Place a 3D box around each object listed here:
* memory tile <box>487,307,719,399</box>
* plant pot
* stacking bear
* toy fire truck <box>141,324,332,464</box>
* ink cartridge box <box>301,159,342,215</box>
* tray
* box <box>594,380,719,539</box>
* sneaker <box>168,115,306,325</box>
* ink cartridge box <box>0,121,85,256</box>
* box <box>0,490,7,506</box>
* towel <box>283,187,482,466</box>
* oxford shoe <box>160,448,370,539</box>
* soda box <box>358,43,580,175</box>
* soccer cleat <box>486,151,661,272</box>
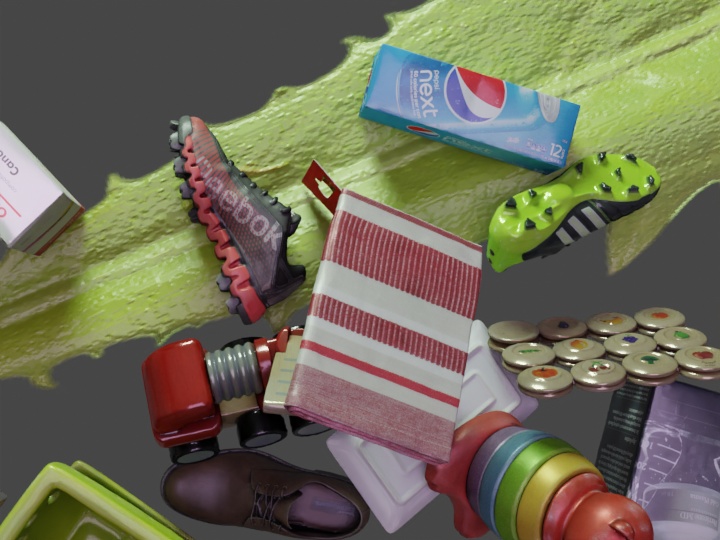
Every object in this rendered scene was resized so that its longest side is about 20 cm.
[{"bbox_3d":[0.226,0.072,1.178,0.197,0.153,0.017,-6,110,-7],"label":"memory tile"},{"bbox_3d":[-0.234,0.290,1.104,0.199,0.181,0.200,35,86,-4],"label":"plant pot"},{"bbox_3d":[0.172,0.211,1.128,0.114,0.199,0.122,-45,129,-17],"label":"stacking bear"},{"bbox_3d":[-0.101,0.100,1.099,0.174,0.200,0.130,-12,68,-6],"label":"toy fire truck"},{"bbox_3d":[0.000,0.000,1.148,0.047,0.160,0.201,-39,92,-7],"label":"ink cartridge box"},{"bbox_3d":[0.073,0.144,1.198,0.199,0.022,0.108,-37,91,-20],"label":"tray"},{"bbox_3d":[0.325,0.214,1.197,0.198,0.124,0.199,15,89,-5],"label":"box"},{"bbox_3d":[-0.111,-0.057,1.184,0.097,0.071,0.202,-24,93,-6],"label":"sneaker"},{"bbox_3d":[-0.309,-0.080,1.098,0.067,0.200,0.117,-44,93,-5],"label":"ink cartridge box"},{"bbox_3d":[-0.417,0.258,1.100,0.106,0.152,0.201,35,86,-4],"label":"box"},{"bbox_3d":[0.024,0.045,1.037,0.143,0.023,0.202,22,61,-17],"label":"towel"},{"bbox_3d":[-0.087,0.207,1.172,0.197,0.084,0.074,6,89,-4],"label":"oxford shoe"},{"bbox_3d":[0.102,-0.152,1.210,0.198,0.068,0.065,16,87,-5],"label":"soda box"},{"bbox_3d":[0.202,-0.057,1.223,0.198,0.081,0.068,-21,61,-25],"label":"soccer cleat"}]
